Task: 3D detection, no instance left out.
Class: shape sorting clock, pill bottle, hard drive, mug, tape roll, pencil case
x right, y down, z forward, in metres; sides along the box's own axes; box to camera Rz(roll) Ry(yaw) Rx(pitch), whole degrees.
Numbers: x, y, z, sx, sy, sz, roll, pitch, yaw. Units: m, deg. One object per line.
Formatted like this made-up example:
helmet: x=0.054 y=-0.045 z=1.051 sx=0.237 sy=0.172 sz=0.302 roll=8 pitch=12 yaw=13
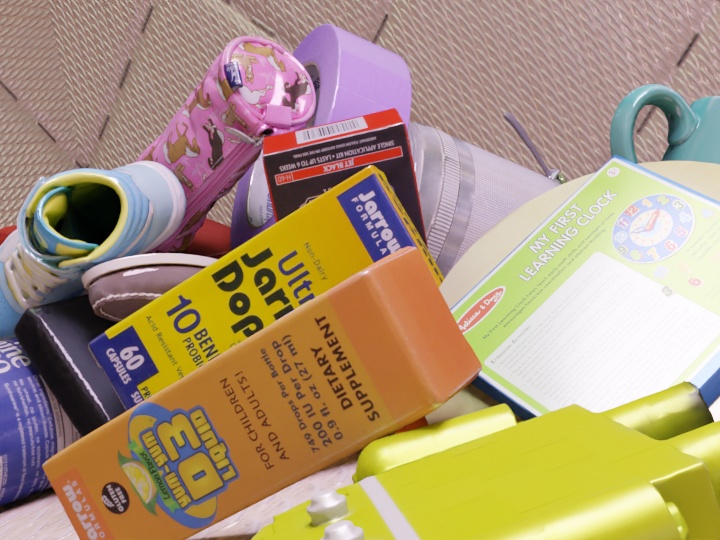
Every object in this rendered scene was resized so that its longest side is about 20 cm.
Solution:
shape sorting clock: x=0.118 y=0.023 z=0.524 sx=0.197 sy=0.039 sz=0.202 roll=-15 pitch=44 yaw=15
pill bottle: x=-0.242 y=0.104 z=0.830 sx=0.110 sy=0.113 sz=0.198 roll=-11 pitch=3 yaw=45
hard drive: x=-0.135 y=0.069 z=0.842 sx=0.033 sy=0.140 sz=0.199 roll=-49 pitch=-19 yaw=30
mug: x=0.253 y=-0.035 z=0.785 sx=0.183 sy=0.116 sz=0.152 roll=27 pitch=-4 yaw=24
tape roll: x=-0.035 y=-0.088 z=0.915 sx=0.065 sy=0.203 sz=0.200 roll=20 pitch=-11 yaw=-20
pencil case: x=-0.118 y=-0.091 z=0.890 sx=0.200 sy=0.083 sz=0.086 roll=-39 pitch=0 yaw=40

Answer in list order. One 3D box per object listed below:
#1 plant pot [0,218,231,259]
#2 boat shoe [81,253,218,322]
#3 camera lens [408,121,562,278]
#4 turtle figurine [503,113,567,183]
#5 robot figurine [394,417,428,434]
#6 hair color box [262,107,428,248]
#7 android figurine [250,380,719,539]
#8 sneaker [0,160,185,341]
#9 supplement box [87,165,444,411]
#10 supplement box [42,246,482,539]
plant pot: x=-0.180 y=0.050 z=1.030 sx=0.174 sy=0.204 sz=0.199 roll=0 pitch=8 yaw=33
boat shoe: x=-0.105 y=0.032 z=0.822 sx=0.198 sy=0.061 sz=0.071 roll=11 pitch=-25 yaw=-44
camera lens: x=0.072 y=-0.025 z=0.962 sx=0.198 sy=0.162 sz=0.160 roll=20 pitch=-11 yaw=-21
turtle figurine: x=0.234 y=-0.038 z=1.091 sx=0.143 sy=0.204 sz=0.192 roll=9 pitch=7 yaw=44
robot figurine: x=0.090 y=0.062 z=0.647 sx=0.143 sy=0.059 sz=0.200 roll=-12 pitch=3 yaw=21
hair color box: x=0.000 y=0.000 z=0.804 sx=0.100 sy=0.203 sz=0.061 roll=-13 pitch=18 yaw=-1
android figurine: x=0.038 y=0.084 z=0.387 sx=0.197 sy=0.042 sz=0.182 roll=-17 pitch=4 yaw=-5
sneaker: x=-0.226 y=-0.011 z=0.816 sx=0.199 sy=0.080 sz=0.130 roll=-38 pitch=-4 yaw=10
supplement box: x=-0.046 y=0.035 z=0.709 sx=0.198 sy=0.110 sz=0.110 roll=-32 pitch=0 yaw=5
supplement box: x=-0.048 y=0.067 z=0.520 sx=0.199 sy=0.067 sz=0.069 roll=-32 pitch=-2 yaw=26
